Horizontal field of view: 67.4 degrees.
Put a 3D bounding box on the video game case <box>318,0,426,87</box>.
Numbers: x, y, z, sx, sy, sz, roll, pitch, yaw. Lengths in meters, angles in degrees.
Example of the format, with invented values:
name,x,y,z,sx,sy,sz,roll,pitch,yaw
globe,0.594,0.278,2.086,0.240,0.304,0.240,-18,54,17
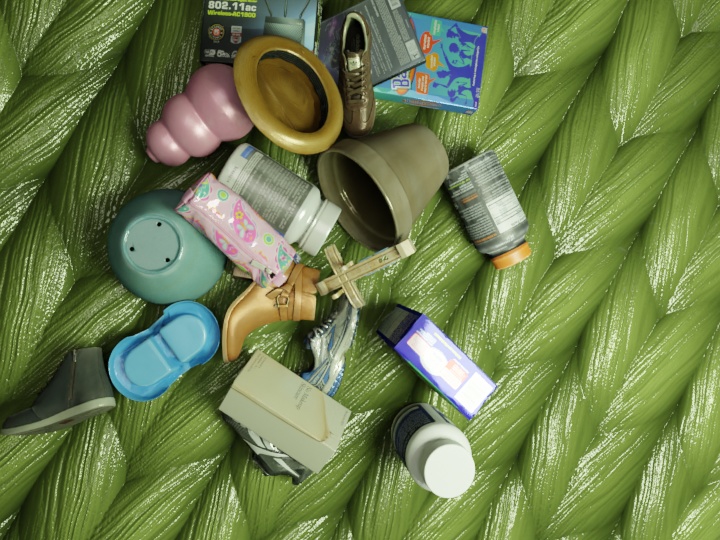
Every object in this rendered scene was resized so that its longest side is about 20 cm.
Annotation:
name,x,y,z,sx,sy,sz,roll,pitch,yaw
video game case,-0.002,-0.390,0.948,0.198,0.019,0.144,-22,86,10

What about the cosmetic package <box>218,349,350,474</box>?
name,x,y,z,sx,sy,sz,roll,pitch,yaw
cosmetic package,-0.125,0.236,0.913,0.199,0.104,0.073,33,120,-3

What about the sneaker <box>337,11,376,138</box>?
name,x,y,z,sx,sy,sz,roll,pitch,yaw
sneaker,-0.014,-0.327,0.903,0.070,0.076,0.203,-3,89,9

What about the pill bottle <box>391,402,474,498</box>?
name,x,y,z,sx,sy,sz,roll,pitch,yaw
pill bottle,0.122,0.303,0.915,0.110,0.200,0.113,0,90,-7

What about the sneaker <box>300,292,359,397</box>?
name,x,y,z,sx,sy,sz,roll,pitch,yaw
sneaker,-0.056,0.118,0.953,0.084,0.077,0.202,16,88,-4

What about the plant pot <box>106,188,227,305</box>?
name,x,y,z,sx,sy,sz,roll,pitch,yaw
plant pot,-0.323,-0.040,0.883,0.197,0.135,0.203,0,91,-8

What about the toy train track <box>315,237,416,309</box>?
name,x,y,z,sx,sy,sz,roll,pitch,yaw
toy train track,0.000,0.000,0.876,0.199,0.032,0.116,-25,96,32

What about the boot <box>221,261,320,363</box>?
name,x,y,z,sx,sy,sz,roll,pitch,yaw
boot,-0.156,0.073,0.940,0.153,0.074,0.202,12,92,-12

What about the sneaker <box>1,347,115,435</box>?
name,x,y,z,sx,sy,sz,roll,pitch,yaw
sneaker,-0.504,0.204,0.900,0.198,0.075,0.107,-19,72,5

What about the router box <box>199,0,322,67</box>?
name,x,y,z,sx,sy,sz,roll,pitch,yaw
router box,-0.167,-0.414,0.922,0.197,0.062,0.152,4,89,1

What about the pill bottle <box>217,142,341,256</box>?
name,x,y,z,sx,sy,sz,roll,pitch,yaw
pill bottle,-0.139,-0.116,0.918,0.199,0.114,0.115,32,86,-7

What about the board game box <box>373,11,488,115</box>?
name,x,y,z,sx,sy,sz,roll,pitch,yaw
board game box,0.124,-0.379,0.985,0.197,0.045,0.154,7,90,-6

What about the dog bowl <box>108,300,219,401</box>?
name,x,y,z,sx,sy,sz,roll,pitch,yaw
dog bowl,-0.327,0.134,0.921,0.199,0.050,0.112,-36,92,-2

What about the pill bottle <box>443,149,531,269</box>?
name,x,y,z,sx,sy,sz,roll,pitch,yaw
pill bottle,0.234,-0.105,0.974,0.105,0.106,0.202,-27,94,-7

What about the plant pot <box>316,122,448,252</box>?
name,x,y,z,sx,sy,sz,roll,pitch,yaw
plant pot,0.052,-0.159,0.919,0.173,0.200,0.201,-38,95,-21

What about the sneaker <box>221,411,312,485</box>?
name,x,y,z,sx,sy,sz,roll,pitch,yaw
sneaker,-0.165,0.310,0.942,0.199,0.066,0.091,30,94,-4

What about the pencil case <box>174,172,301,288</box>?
name,x,y,z,sx,sy,sz,roll,pitch,yaw
pencil case,-0.192,-0.059,0.850,0.088,0.087,0.200,-47,108,-5

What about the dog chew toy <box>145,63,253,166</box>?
name,x,y,z,sx,sy,sz,roll,pitch,yaw
dog chew toy,-0.270,-0.249,0.900,0.199,0.125,0.125,-36,95,3

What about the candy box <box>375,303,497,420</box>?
name,x,y,z,sx,sy,sz,roll,pitch,yaw
candy box,0.118,0.145,0.913,0.169,0.200,0.077,44,87,-5

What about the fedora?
name,x,y,z,sx,sy,sz,roll,pitch,yaw
fedora,-0.122,-0.267,0.855,0.199,0.082,0.203,11,69,-30
